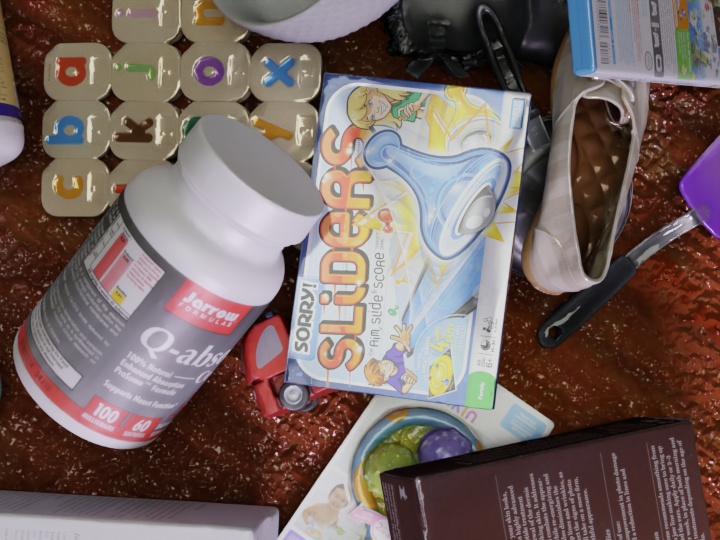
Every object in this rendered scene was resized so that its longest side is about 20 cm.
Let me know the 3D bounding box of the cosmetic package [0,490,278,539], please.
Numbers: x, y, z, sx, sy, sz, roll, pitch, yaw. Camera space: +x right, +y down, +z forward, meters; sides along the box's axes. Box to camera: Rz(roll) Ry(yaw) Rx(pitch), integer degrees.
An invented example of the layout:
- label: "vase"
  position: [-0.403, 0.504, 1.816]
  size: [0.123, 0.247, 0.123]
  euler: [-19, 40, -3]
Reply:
- label: "cosmetic package"
  position: [-0.159, 0.187, 0.897]
  size: [0.199, 0.101, 0.072]
  euler: [2, 89, 6]

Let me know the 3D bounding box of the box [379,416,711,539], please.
- label: "box"
  position: [0.121, 0.161, 0.898]
  size: [0.199, 0.075, 0.101]
  euler: [-8, 88, -21]

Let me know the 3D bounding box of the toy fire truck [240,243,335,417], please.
- label: "toy fire truck"
  position: [0.000, 0.000, 0.936]
  size: [0.199, 0.049, 0.141]
  euler: [-24, 80, 4]

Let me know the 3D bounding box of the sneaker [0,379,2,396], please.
- label: "sneaker"
  position: [-0.318, 0.130, 0.885]
  size: [0.078, 0.140, 0.200]
  euler: [43, 89, 1]

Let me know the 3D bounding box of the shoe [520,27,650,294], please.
- label: "shoe"
  position: [0.154, -0.082, 0.888]
  size: [0.070, 0.053, 0.201]
  euler: [14, 85, -18]

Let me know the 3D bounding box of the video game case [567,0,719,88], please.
- label: "video game case"
  position: [0.196, -0.192, 0.897]
  size: [0.200, 0.018, 0.144]
  euler: [-4, 89, -45]

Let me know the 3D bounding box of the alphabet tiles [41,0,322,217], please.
- label: "alphabet tiles"
  position: [-0.122, -0.094, 0.948]
  size: [0.195, 0.015, 0.201]
  euler: [0, 88, 9]

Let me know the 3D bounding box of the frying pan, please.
- label: "frying pan"
  position: [0.132, -0.083, 0.926]
  size: [0.114, 0.031, 0.191]
  euler: [-4, 109, -12]

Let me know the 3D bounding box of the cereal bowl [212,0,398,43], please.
- label: "cereal bowl"
  position: [-0.010, -0.236, 0.886]
  size: [0.083, 0.200, 0.201]
  euler: [18, 87, -42]

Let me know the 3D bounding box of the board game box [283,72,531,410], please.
- label: "board game box"
  position: [0.031, -0.019, 0.888]
  size: [0.135, 0.034, 0.201]
  euler: [6, 87, 8]

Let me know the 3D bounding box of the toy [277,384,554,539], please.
- label: "toy"
  position: [0.032, 0.155, 0.936]
  size: [0.115, 0.047, 0.200]
  euler: [35, 89, 0]

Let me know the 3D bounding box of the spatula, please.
- label: "spatula"
  position: [0.199, -0.014, 0.956]
  size: [0.200, 0.021, 0.057]
  euler: [-41, 102, 0]

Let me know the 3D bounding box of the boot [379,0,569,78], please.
- label: "boot"
  position: [0.100, -0.222, 0.936]
  size: [0.162, 0.073, 0.199]
  euler: [6, 94, -3]

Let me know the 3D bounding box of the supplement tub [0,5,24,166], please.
- label: "supplement tub"
  position: [-0.303, -0.160, 0.892]
  size: [0.145, 0.145, 0.201]
  euler: [-11, 88, -1]

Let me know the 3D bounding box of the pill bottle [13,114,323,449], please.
- label: "pill bottle"
  position: [-0.120, 0.007, 0.875]
  size: [0.116, 0.116, 0.200]
  euler: [41, 110, 1]
